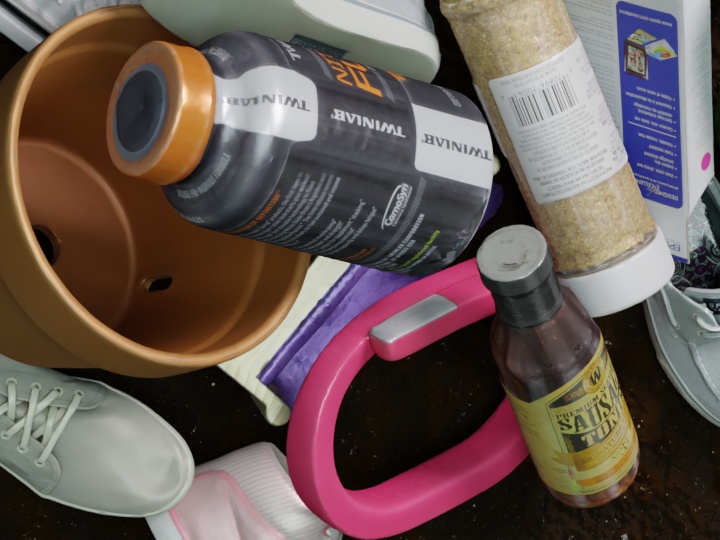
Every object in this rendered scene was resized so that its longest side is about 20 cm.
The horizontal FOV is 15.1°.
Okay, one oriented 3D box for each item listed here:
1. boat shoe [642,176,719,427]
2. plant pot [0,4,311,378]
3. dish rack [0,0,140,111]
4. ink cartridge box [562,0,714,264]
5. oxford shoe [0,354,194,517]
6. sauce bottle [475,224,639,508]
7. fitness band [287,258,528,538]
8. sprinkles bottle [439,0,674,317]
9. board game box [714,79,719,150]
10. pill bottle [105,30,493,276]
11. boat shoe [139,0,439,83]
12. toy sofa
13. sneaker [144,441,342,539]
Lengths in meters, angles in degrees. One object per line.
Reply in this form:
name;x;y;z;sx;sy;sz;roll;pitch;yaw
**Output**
boat shoe;0.203;0.010;1.626;0.070;0.072;0.202;-25;101;-6
plant pot;-0.144;-0.030;1.500;0.199;0.140;0.201;14;67;-36
dish rack;-0.141;-0.196;1.523;0.200;0.044;0.172;37;107;-24
ink cartridge box;0.153;-0.106;1.547;0.037;0.094;0.201;-36;134;-40
oxford shoe;-0.189;0.084;1.557;0.199;0.058;0.075;28;86;-1
sauce bottle;0.108;0.055;1.534;0.066;0.066;0.200;-31;137;-5
fitness band;0.042;0.074;1.567;0.199;0.037;0.144;-23;129;-35
sprinkles bottle;0.111;-0.075;1.532;0.068;0.068;0.201;-25;106;-6
board game box;0.226;-0.118;1.547;0.030;0.096;0.201;-5;140;0
pill bottle;-0.035;-0.065;1.439;0.199;0.106;0.107;13;96;-37
boat shoe;-0.043;-0.156;1.487;0.200;0.072;0.070;20;139;-34
toy sofa;0.000;0.000;1.584;0.097;0.083;0.200;41;89;-11
sneaker;-0.038;0.193;1.605;0.104;0.075;0.201;-29;97;0
